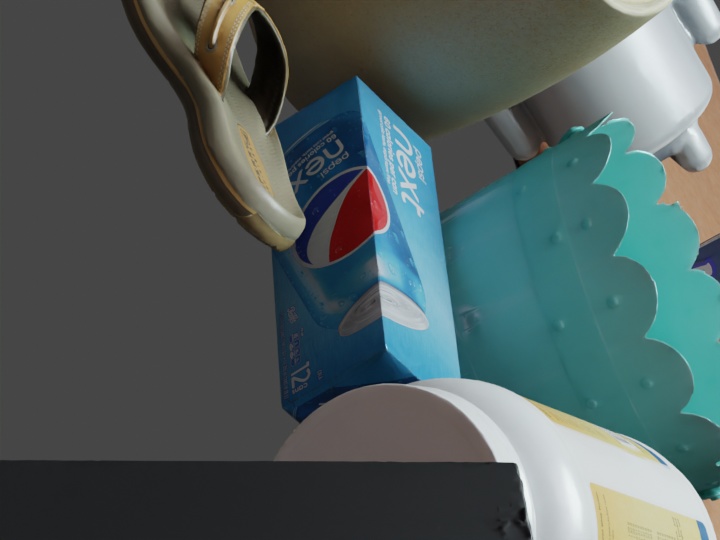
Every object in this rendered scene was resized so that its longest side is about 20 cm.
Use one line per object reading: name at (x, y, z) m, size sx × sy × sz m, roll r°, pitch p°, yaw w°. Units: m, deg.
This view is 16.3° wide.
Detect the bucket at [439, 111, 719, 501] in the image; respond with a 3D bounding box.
bucket at (0.114, 0.036, 1.313) m, size 0.207 × 0.134 × 0.208 m, roll 56°, pitch 20°, yaw -33°

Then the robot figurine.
robot figurine at (0.150, -0.140, 1.614) m, size 0.200 × 0.169 × 0.113 m, roll 58°, pitch -3°, yaw -17°

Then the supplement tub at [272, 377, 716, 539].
supplement tub at (0.057, 0.127, 1.089) m, size 0.200 × 0.144 × 0.145 m, roll 23°, pitch 41°, yaw -56°

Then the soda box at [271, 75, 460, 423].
soda box at (0.000, 0.000, 1.237) m, size 0.068 × 0.064 × 0.200 m, roll 43°, pitch 26°, yaw -35°

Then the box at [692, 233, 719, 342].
box at (0.236, 0.057, 1.666) m, size 0.064 × 0.070 × 0.200 m, roll 52°, pitch 23°, yaw -21°

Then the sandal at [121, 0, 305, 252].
sandal at (-0.063, -0.101, 1.236) m, size 0.080 × 0.054 × 0.201 m, roll 26°, pitch 34°, yaw -55°

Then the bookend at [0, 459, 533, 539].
bookend at (-0.053, 0.161, 0.848) m, size 0.199 × 0.199 × 0.092 m, roll 2°, pitch 46°, yaw -11°

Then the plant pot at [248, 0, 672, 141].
plant pot at (0.071, -0.167, 1.326) m, size 0.187 × 0.200 × 0.188 m, roll 5°, pitch 82°, yaw -41°
